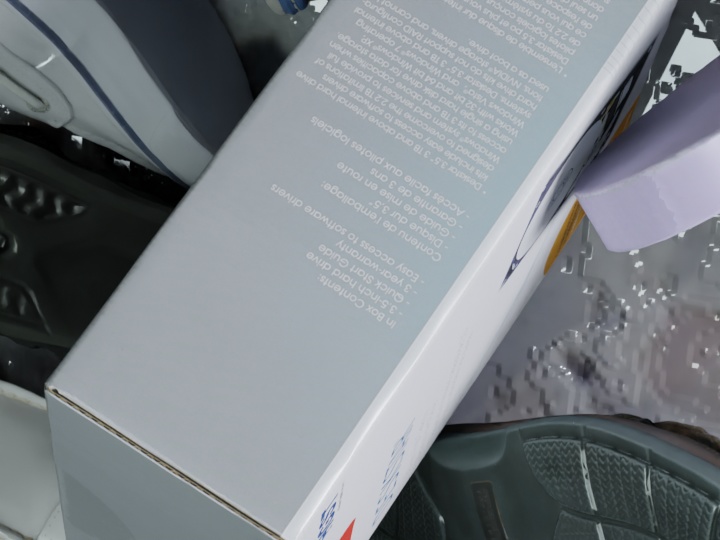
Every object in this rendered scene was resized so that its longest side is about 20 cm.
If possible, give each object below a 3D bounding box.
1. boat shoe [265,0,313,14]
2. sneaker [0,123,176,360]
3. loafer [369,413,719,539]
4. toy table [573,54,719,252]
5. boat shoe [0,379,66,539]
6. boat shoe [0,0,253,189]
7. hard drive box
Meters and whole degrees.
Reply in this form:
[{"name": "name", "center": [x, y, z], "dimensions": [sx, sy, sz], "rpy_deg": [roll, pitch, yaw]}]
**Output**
[{"name": "boat shoe", "center": [-0.011, -0.174, 0.766], "dimensions": [0.072, 0.072, 0.200], "rpy_deg": [-7, 116, -3]}, {"name": "sneaker", "center": [-0.074, 0.004, 0.848], "dimensions": [0.199, 0.114, 0.076], "rpy_deg": [23, 95, -24]}, {"name": "loafer", "center": [0.073, 0.069, 0.779], "dimensions": [0.200, 0.063, 0.072], "rpy_deg": [3, 109, 52]}, {"name": "toy table", "center": [0.169, -0.030, 0.717], "dimensions": [0.200, 0.184, 0.117], "rpy_deg": [-35, 98, -6]}, {"name": "boat shoe", "center": [-0.071, 0.081, 0.838], "dimensions": [0.200, 0.071, 0.069], "rpy_deg": [30, 146, -22]}, {"name": "boat shoe", "center": [-0.103, -0.084, 0.787], "dimensions": [0.065, 0.074, 0.200], "rpy_deg": [-21, 135, 23]}, {"name": "hard drive box", "center": [0.000, 0.000, 0.724], "dimensions": [0.077, 0.156, 0.200], "rpy_deg": [32, 70, 9]}]
